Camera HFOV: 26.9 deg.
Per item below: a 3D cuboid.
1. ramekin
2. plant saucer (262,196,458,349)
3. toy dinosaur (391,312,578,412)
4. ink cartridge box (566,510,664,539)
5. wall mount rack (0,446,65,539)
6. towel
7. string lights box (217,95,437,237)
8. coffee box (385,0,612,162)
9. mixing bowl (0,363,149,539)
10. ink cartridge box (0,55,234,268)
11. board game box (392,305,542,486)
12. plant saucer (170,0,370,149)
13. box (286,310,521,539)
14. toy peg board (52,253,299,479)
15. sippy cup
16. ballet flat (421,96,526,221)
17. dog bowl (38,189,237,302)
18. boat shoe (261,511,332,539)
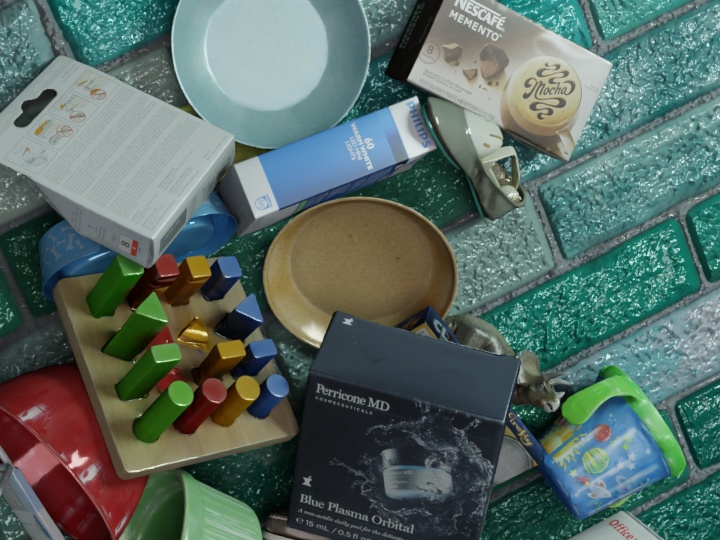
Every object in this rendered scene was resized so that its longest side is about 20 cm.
[{"bbox_3d":[-0.180,0.303,1.490,0.097,0.200,0.202,24,93,-25],"label":"ramekin"},{"bbox_3d":[0.000,0.000,1.531,0.198,0.036,0.202,0,127,0],"label":"plant saucer"},{"bbox_3d":[0.123,0.096,1.605,0.199,0.077,0.103,39,90,7],"label":"toy dinosaur"},{"bbox_3d":[0.245,0.362,1.642,0.199,0.146,0.083,-26,107,-9],"label":"ink cartridge box"},{"bbox_3d":[-0.331,0.250,1.446,0.074,0.173,0.201,-40,109,-30],"label":"wall mount rack"},{"bbox_3d":[-0.155,-0.128,1.508,0.198,0.018,0.087,-23,106,-11],"label":"towel"},{"bbox_3d":[-0.034,-0.101,1.487,0.198,0.103,0.059,-23,87,-17],"label":"string lights box"},{"bbox_3d":[0.141,-0.207,1.544,0.199,0.080,0.114,25,94,-19],"label":"coffee box"},{"bbox_3d":[-0.271,0.165,1.453,0.108,0.199,0.201,-43,109,-27],"label":"mixing bowl"},{"bbox_3d":[-0.240,-0.105,1.409,0.198,0.050,0.163,24,49,11],"label":"ink cartridge box"},{"bbox_3d":[0.077,0.147,1.562,0.135,0.035,0.201,-30,108,28],"label":"board game box"},{"bbox_3d":[-0.090,-0.222,1.491,0.199,0.039,0.203,-1,94,-12],"label":"plant saucer"},{"bbox_3d":[0.041,0.172,1.497,0.195,0.118,0.202,14,121,8],"label":"box"},{"bbox_3d":[-0.156,0.069,1.418,0.198,0.098,0.202,-9,67,-38],"label":"toy peg board"},{"bbox_3d":[0.258,0.194,1.621,0.130,0.140,0.179,-34,104,-5],"label":"sippy cup"},{"bbox_3d":[0.121,-0.121,1.520,0.063,0.068,0.200,-21,145,12],"label":"ballet flat"},{"bbox_3d":[-0.221,-0.032,1.462,0.198,0.112,0.050,-21,71,-11],"label":"dog bowl"},{"bbox_3d":[-0.009,0.265,1.595,0.198,0.072,0.060,7,93,-21],"label":"boat shoe"}]
